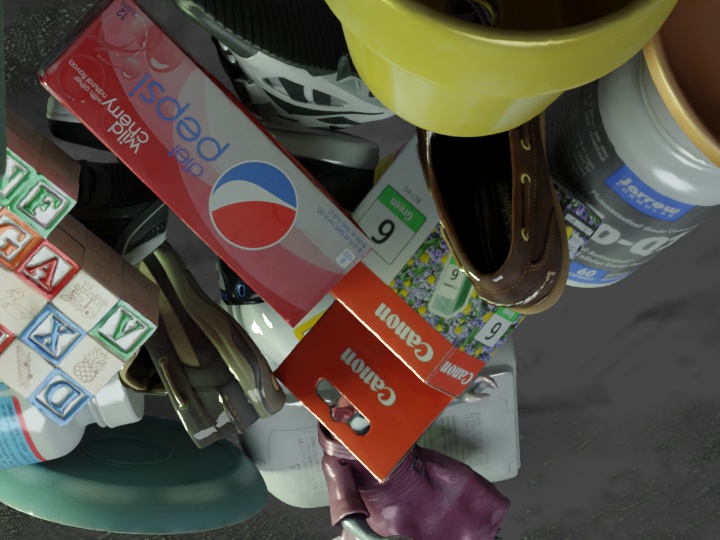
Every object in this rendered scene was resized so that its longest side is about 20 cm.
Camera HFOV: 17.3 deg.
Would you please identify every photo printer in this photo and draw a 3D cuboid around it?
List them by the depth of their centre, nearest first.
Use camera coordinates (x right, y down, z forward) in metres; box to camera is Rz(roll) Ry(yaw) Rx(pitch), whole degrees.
[{"bbox_3d":[0.012,0.100,1.673,0.199,0.070,0.167,-9,146,1],"label":"photo printer"}]

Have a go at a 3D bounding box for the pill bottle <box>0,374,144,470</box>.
[{"bbox_3d":[-0.247,0.078,1.547,0.199,0.109,0.109,-12,146,4],"label":"pill bottle"}]

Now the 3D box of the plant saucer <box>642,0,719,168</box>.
[{"bbox_3d":[0.229,-0.127,1.283,0.199,0.201,0.037,9,160,-25],"label":"plant saucer"}]

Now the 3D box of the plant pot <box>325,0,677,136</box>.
[{"bbox_3d":[0.064,-0.164,1.201,0.200,0.202,0.189,-4,161,-7],"label":"plant pot"}]

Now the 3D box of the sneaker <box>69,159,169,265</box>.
[{"bbox_3d":[-0.208,-0.042,1.411,0.199,0.081,0.087,-9,136,-9],"label":"sneaker"}]

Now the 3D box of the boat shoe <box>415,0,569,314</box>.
[{"bbox_3d":[0.065,-0.075,1.302,0.070,0.201,0.070,-27,155,22],"label":"boat shoe"}]

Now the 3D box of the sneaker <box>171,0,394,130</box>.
[{"bbox_3d":[-0.051,-0.119,1.329,0.088,0.074,0.200,-27,146,32],"label":"sneaker"}]

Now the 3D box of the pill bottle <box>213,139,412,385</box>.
[{"bbox_3d":[0.000,0.000,1.493,0.200,0.105,0.104,-31,140,30],"label":"pill bottle"}]

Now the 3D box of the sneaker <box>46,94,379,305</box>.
[{"bbox_3d":[-0.092,-0.038,1.387,0.199,0.112,0.073,9,-173,-14],"label":"sneaker"}]

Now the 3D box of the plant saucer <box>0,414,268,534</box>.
[{"bbox_3d":[-0.160,0.133,1.616,0.199,0.200,0.028,3,104,-17],"label":"plant saucer"}]

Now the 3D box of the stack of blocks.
[{"bbox_3d":[-0.208,-0.019,1.355,0.200,0.059,0.115,40,106,-18],"label":"stack of blocks"}]

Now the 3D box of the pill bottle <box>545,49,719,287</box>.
[{"bbox_3d":[0.168,-0.075,1.378,0.113,0.114,0.200,7,156,-23],"label":"pill bottle"}]

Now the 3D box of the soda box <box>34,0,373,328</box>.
[{"bbox_3d":[-0.086,-0.064,1.312,0.070,0.063,0.200,-45,103,1],"label":"soda box"}]

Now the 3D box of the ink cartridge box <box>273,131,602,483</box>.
[{"bbox_3d":[0.033,0.011,1.364,0.200,0.109,0.050,-51,151,6],"label":"ink cartridge box"}]

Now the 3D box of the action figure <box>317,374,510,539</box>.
[{"bbox_3d":[0.019,0.128,1.600,0.149,0.134,0.200,19,151,43],"label":"action figure"}]

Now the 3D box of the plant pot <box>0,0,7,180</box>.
[{"bbox_3d":[-0.307,-0.099,1.209,0.195,0.197,0.200,10,149,-26],"label":"plant pot"}]

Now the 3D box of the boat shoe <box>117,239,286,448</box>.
[{"bbox_3d":[-0.123,0.036,1.440,0.073,0.200,0.075,-36,132,-10],"label":"boat shoe"}]
